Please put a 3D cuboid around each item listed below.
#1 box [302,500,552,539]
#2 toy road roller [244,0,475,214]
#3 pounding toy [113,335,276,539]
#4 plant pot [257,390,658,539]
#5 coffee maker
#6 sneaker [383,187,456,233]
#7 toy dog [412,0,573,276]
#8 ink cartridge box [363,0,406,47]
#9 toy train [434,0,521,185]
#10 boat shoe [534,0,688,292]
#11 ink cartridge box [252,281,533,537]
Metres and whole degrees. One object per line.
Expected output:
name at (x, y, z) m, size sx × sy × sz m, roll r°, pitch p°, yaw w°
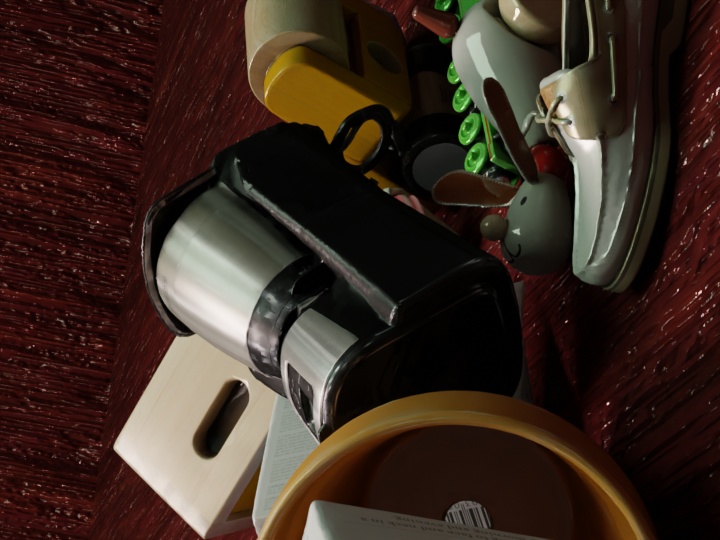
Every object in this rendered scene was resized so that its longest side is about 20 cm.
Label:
box at (0.059, 0.224, 0.903) m, size 0.131 × 0.198 × 0.201 m, roll -122°, pitch 44°, yaw -72°
toy road roller at (-0.018, -0.103, 1.522) m, size 0.146 × 0.199 × 0.123 m, roll -46°, pitch 29°, yaw 27°
pounding toy at (-0.053, 0.119, 1.534) m, size 0.184 × 0.142 × 0.201 m, roll -4°, pitch -50°, yaw -58°
plant pot at (0.052, 0.147, 1.070) m, size 0.183 × 0.199 × 0.201 m, roll -61°, pitch -16°, yaw -79°
coffee maker at (0.000, 0.000, 1.230) m, size 0.192 × 0.135 × 0.200 m, roll -48°, pitch 49°, yaw -7°
sneaker at (-0.017, -0.021, 1.464) m, size 0.105 × 0.199 × 0.075 m, roll -59°, pitch 31°, yaw 23°
toy dog at (0.079, -0.099, 1.295) m, size 0.200 × 0.096 × 0.132 m, roll -100°, pitch 24°, yaw -51°
ink cartridge box at (-0.008, -0.133, 1.681) m, size 0.200 × 0.057 × 0.164 m, roll 63°, pitch -144°, yaw -79°
toy train at (0.088, -0.134, 1.431) m, size 0.056 × 0.042 × 0.201 m, roll -46°, pitch 35°, yaw 32°
boat shoe at (0.128, -0.089, 1.156) m, size 0.075 × 0.068 × 0.201 m, roll 143°, pitch 136°, yaw -72°
ink cartridge box at (0.027, 0.090, 1.281) m, size 0.200 × 0.159 × 0.047 m, roll -80°, pitch -26°, yaw -59°
